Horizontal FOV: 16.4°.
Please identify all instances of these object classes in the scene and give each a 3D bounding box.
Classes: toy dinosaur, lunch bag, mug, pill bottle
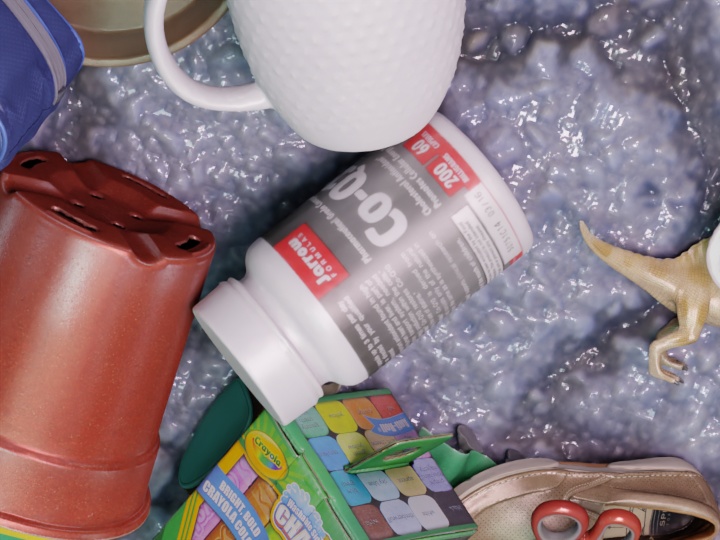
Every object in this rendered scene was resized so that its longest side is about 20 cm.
[{"bbox_3d":[0.222,0.022,1.660,0.200,0.058,0.101,14,102,-12],"label":"toy dinosaur"},{"bbox_3d":[-0.278,-0.112,1.560,0.200,0.132,0.136,-31,105,38],"label":"lunch bag"},{"bbox_3d":[-0.033,-0.162,1.515,0.200,0.148,0.175,-14,125,-7],"label":"mug"},{"bbox_3d":[0.000,0.000,1.582,0.200,0.114,0.114,-38,111,-7],"label":"pill bottle"}]

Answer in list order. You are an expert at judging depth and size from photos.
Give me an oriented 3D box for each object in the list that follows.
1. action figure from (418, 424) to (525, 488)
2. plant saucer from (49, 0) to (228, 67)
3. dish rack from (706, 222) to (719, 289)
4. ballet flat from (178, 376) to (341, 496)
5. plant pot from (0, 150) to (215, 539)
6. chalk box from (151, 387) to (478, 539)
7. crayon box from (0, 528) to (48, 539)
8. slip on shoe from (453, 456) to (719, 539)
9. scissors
[{"bbox_3d":[0.044,0.204,1.754,0.118,0.055,0.200,27,112,-12],"label":"action figure"},{"bbox_3d":[-0.163,-0.225,1.565,0.200,0.029,0.200,1,118,3],"label":"plant saucer"},{"bbox_3d":[0.338,-0.027,1.612,0.200,0.044,0.172,30,103,-11],"label":"dish rack"},{"bbox_3d":[-0.053,0.086,1.697,0.074,0.074,0.200,28,119,-10],"label":"ballet flat"},{"bbox_3d":[-0.196,0.040,1.620,0.201,0.201,0.195,22,109,-7],"label":"plant pot"},{"bbox_3d":[-0.020,0.161,1.659,0.200,0.125,0.124,-49,61,30],"label":"chalk box"},{"bbox_3d":[-0.280,0.233,1.788,0.172,0.058,0.200,14,117,-5],"label":"crayon box"},{"bbox_3d":[0.148,0.173,1.696,0.200,0.061,0.076,-3,119,-15],"label":"slip on shoe"},{"bbox_3d":[0.123,0.208,1.684,0.073,0.014,0.200,15,141,-13],"label":"scissors"}]
